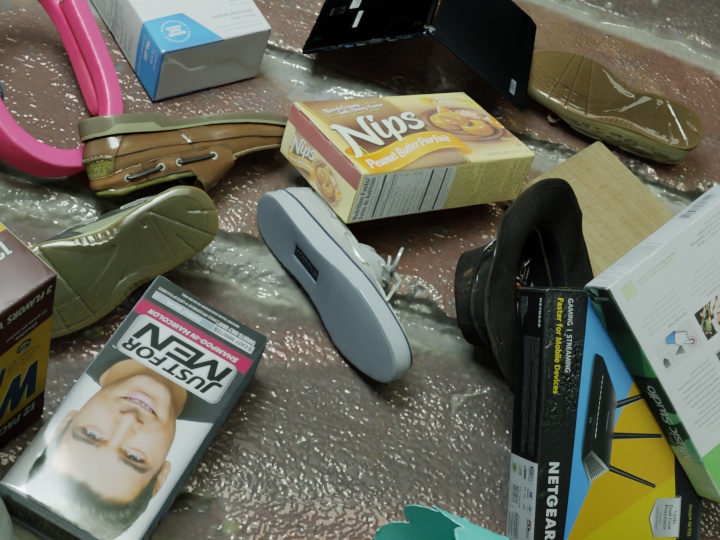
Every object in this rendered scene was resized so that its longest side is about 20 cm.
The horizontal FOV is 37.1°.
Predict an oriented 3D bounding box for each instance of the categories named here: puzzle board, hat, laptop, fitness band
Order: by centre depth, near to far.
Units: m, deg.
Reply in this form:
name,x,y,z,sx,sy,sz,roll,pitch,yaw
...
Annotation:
name,x,y,z,sx,sy,sz,roll,pitch,yaw
fitness band,-0.273,-0.174,0.891,0.144,0.037,0.200,-24,92,-54
hat,0.129,0.018,0.916,0.081,0.201,0.201,-1,41,36
puzzle board,0.254,-0.027,1.042,0.151,0.017,0.200,-30,71,-34
laptop,0.066,-0.238,1.086,0.200,0.103,0.177,-5,38,18

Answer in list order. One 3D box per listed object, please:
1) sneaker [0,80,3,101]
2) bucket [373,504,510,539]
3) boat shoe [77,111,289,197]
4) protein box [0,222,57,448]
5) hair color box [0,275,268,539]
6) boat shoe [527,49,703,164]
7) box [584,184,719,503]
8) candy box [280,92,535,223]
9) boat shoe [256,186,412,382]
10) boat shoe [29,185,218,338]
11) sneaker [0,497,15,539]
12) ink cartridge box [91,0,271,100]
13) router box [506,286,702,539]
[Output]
name,x,y,z,sx,sy,sz,roll,pitch,yaw
sneaker,-0.334,-0.123,0.867,0.084,0.075,0.200,8,59,-25
bucket,0.069,0.257,0.668,0.135,0.207,0.207,23,52,-15
boat shoe,-0.146,-0.099,0.925,0.200,0.072,0.068,-9,91,-35
protein box,-0.319,0.027,0.686,0.200,0.199,0.135,40,54,9
hair color box,-0.159,0.109,0.773,0.099,0.061,0.200,29,53,2
boat shoe,0.252,-0.164,1.115,0.200,0.063,0.073,27,67,4
box,0.274,0.055,0.820,0.144,0.036,0.200,-35,102,-17
candy box,0.044,-0.106,0.962,0.200,0.055,0.115,-11,43,-35
boat shoe,-0.002,0.003,0.902,0.086,0.075,0.202,-19,55,-33
boat shoe,-0.205,-0.004,0.834,0.201,0.066,0.072,-29,100,-13
sneaker,-0.230,0.231,0.669,0.072,0.072,0.200,-29,73,4
ink cartridge box,-0.186,-0.266,1.018,0.116,0.068,0.200,-20,65,-30
router box,0.194,0.114,0.838,0.149,0.051,0.200,2,91,-18
